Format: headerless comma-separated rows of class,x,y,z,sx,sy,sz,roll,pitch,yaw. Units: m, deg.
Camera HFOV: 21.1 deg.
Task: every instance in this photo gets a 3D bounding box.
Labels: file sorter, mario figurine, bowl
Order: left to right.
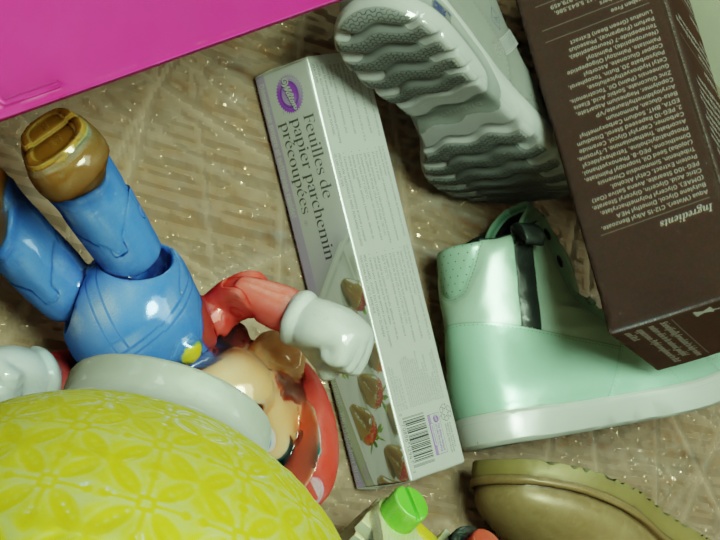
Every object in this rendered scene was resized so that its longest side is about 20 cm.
file sorter,-0.125,-0.134,0.761,0.200,0.125,0.140,-27,96,-44
bowl,-0.083,0.095,0.694,0.200,0.200,0.108,33,57,-32
mario figurine,-0.077,0.036,0.766,0.200,0.123,0.106,48,53,-28

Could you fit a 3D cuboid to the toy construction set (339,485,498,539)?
toy construction set,0.037,0.180,0.834,0.201,0.092,0.131,56,31,-7

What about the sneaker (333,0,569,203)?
sneaker,0.056,-0.098,0.920,0.200,0.074,0.082,50,42,-54

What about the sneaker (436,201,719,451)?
sneaker,0.120,0.020,0.980,0.200,0.074,0.119,-5,83,-43

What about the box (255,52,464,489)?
box,0.000,0.000,0.900,0.041,0.039,0.201,-14,89,-44

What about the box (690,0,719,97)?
box,0.167,-0.177,1.026,0.201,0.078,0.095,56,47,-14

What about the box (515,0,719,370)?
box,0.136,-0.063,0.918,0.100,0.075,0.201,32,41,-64

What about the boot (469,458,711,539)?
boot,0.107,0.206,0.931,0.175,0.066,0.201,27,64,-34
